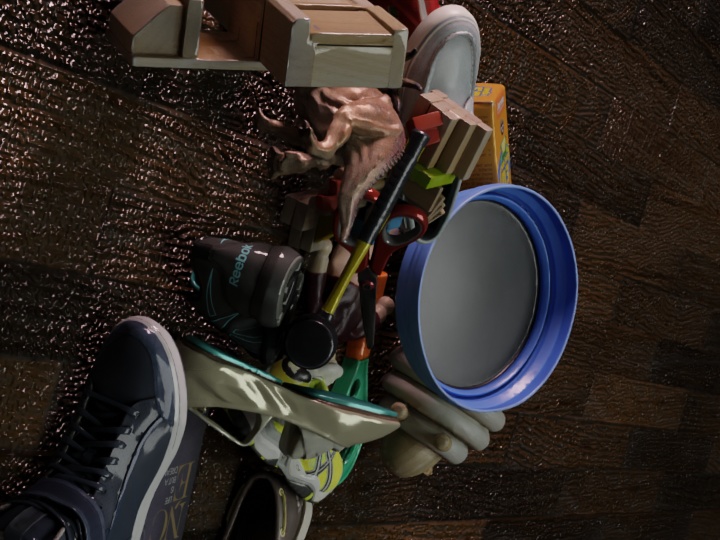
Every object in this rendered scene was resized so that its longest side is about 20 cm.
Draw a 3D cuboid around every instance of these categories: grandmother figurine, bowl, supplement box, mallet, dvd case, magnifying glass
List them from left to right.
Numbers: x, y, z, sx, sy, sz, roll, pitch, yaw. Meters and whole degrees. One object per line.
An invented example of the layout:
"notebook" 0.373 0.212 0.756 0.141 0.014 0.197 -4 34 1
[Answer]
"dvd case" -0.173 0.201 1.524 0.149 0.016 0.201 -8 113 -65
"grandmother figurine" -0.012 0.014 1.711 0.121 0.060 0.201 36 74 -37
"magnifying glass" -0.007 0.098 1.816 0.079 0.022 0.201 -13 116 -63
"mallet" -0.001 -0.015 1.536 0.201 0.041 0.066 -62 -179 -6
"supplement box" 0.102 -0.065 1.836 0.067 0.068 0.201 -59 144 -66
"bowl" 0.110 0.023 1.775 0.200 0.039 0.202 -8 102 -40

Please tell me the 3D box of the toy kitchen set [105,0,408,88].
"toy kitchen set" -0.073 -0.227 1.298 0.162 0.200 0.182 -2 113 -21

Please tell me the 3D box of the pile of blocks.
"pile of blocks" 0.012 -0.062 1.587 0.200 0.082 0.062 -37 169 30

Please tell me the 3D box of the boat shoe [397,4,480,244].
"boat shoe" 0.066 -0.112 1.627 0.070 0.072 0.202 -7 127 -28

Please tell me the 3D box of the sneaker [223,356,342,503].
"sneaker" -0.044 0.132 1.662 0.076 0.076 0.200 -38 155 1

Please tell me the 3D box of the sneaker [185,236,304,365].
"sneaker" -0.087 0.015 1.530 0.200 0.079 0.076 99 10 -72

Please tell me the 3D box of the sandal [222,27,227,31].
"sandal" -0.042 -0.250 1.474 0.075 0.045 0.201 33 75 -65

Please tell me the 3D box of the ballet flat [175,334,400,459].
"ballet flat" -0.064 0.108 1.542 0.199 0.069 0.070 22 84 -23

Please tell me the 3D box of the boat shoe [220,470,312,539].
"boat shoe" -0.097 0.264 1.672 0.060 0.071 0.201 40 65 -58

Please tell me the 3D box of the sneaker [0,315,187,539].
"sneaker" -0.189 0.134 1.367 0.146 0.076 0.204 -8 114 -67

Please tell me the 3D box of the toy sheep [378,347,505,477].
"toy sheep" 0.084 0.106 1.889 0.200 0.138 0.138 -53 154 -4

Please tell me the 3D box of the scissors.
"scissors" 0.000 0.000 1.626 0.200 0.073 0.014 112 -14 -53

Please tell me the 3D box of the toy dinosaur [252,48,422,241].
"toy dinosaur" -0.003 -0.119 1.524 0.135 0.201 0.086 -1 141 -26

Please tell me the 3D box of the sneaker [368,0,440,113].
"sneaker" 0.056 -0.227 1.669 0.116 0.078 0.201 -54 151 -34
